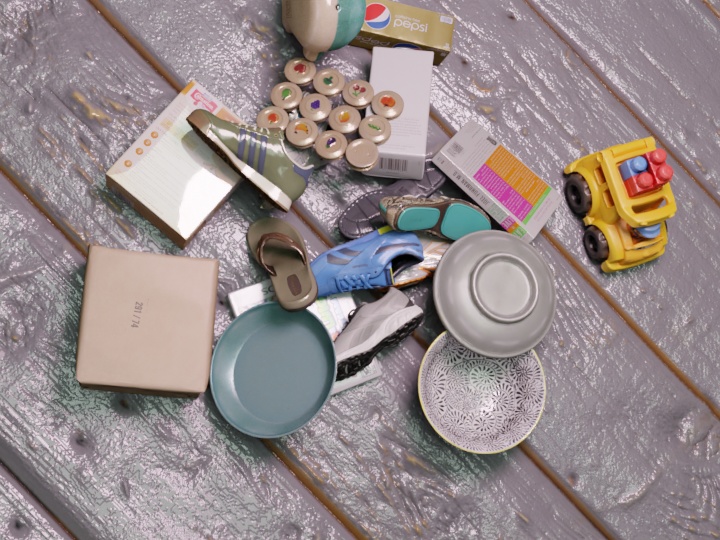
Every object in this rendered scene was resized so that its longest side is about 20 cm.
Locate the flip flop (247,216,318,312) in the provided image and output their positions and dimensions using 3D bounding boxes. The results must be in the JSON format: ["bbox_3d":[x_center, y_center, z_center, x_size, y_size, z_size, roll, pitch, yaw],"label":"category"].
[{"bbox_3d":[-0.119,-0.019,1.563,0.081,0.058,0.200,-29,45,3],"label":"flip flop"}]

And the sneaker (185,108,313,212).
[{"bbox_3d":[-0.154,-0.182,1.552,0.200,0.067,0.090,43,81,-11],"label":"sneaker"}]

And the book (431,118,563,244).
[{"bbox_3d":[0.218,-0.142,1.687,0.200,0.048,0.134,43,40,0],"label":"book"}]

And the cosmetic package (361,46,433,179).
[{"bbox_3d":[0.058,-0.248,1.661,0.102,0.074,0.200,7,63,2],"label":"cosmetic package"}]

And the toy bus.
[{"bbox_3d":[0.439,-0.113,1.691,0.136,0.192,0.200,-16,85,-17],"label":"toy bus"}]

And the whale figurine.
[{"bbox_3d":[-0.059,-0.403,1.627,0.104,0.200,0.159,-6,103,-22],"label":"whale figurine"}]

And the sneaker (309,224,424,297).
[{"bbox_3d":[0.000,0.000,1.583,0.200,0.066,0.078,-25,53,-5],"label":"sneaker"}]

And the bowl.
[{"bbox_3d":[0.173,0.180,1.620,0.201,0.094,0.201,2,79,-12],"label":"bowl"}]

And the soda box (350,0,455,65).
[{"bbox_3d":[0.047,-0.394,1.718,0.200,0.068,0.064,12,77,-11],"label":"soda box"}]

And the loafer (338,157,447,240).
[{"bbox_3d":[0.053,-0.102,1.668,0.200,0.063,0.072,-34,75,-13],"label":"loafer"}]

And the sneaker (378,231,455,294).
[{"bbox_3d":[0.111,-0.034,1.662,0.200,0.076,0.092,-16,79,-17],"label":"sneaker"}]

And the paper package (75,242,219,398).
[{"bbox_3d":[-0.307,0.076,1.526,0.190,0.103,0.200,6,77,-12],"label":"paper package"}]

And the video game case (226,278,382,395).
[{"bbox_3d":[-0.085,0.099,1.613,0.182,0.024,0.200,-20,84,-16],"label":"video game case"}]

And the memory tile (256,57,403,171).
[{"bbox_3d":[-0.046,-0.239,1.608,0.200,0.017,0.153,22,66,10],"label":"memory tile"}]

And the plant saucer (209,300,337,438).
[{"bbox_3d":[-0.122,0.145,1.537,0.200,0.036,0.200,-5,73,18],"label":"plant saucer"}]

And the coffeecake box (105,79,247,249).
[{"bbox_3d":[-0.259,-0.160,1.598,0.153,0.073,0.200,40,73,-3],"label":"coffeecake box"}]

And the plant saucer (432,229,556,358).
[{"bbox_3d":[0.210,0.030,1.587,0.200,0.050,0.200,4,74,-15],"label":"plant saucer"}]

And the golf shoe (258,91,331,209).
[{"bbox_3d":[-0.090,-0.176,1.643,0.097,0.078,0.200,25,76,-13],"label":"golf shoe"}]

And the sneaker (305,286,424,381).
[{"bbox_3d":[-0.002,0.099,1.591,0.200,0.074,0.079,-33,68,-17],"label":"sneaker"}]

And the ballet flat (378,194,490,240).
[{"bbox_3d":[0.110,-0.088,1.612,0.200,0.075,0.068,5,117,-37],"label":"ballet flat"}]
